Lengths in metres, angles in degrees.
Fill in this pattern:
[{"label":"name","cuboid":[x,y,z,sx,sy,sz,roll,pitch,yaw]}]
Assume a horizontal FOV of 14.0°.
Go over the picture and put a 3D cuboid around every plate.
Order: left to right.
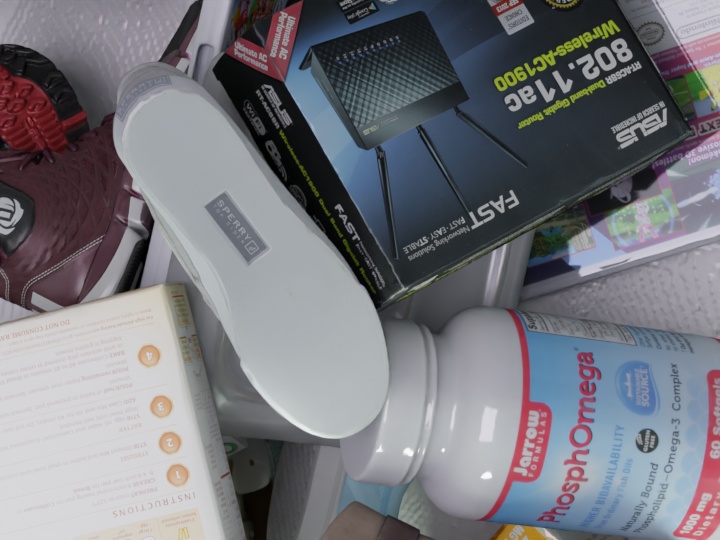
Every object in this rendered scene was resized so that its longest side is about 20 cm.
[{"label":"plate","cuboid":[0.000,0.000,1.511,0.199,0.032,0.200,8,101,-20]}]

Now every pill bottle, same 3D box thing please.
[{"label":"pill bottle","cuboid":[0.096,0.076,1.483,0.199,0.109,0.109,7,100,-16]}]

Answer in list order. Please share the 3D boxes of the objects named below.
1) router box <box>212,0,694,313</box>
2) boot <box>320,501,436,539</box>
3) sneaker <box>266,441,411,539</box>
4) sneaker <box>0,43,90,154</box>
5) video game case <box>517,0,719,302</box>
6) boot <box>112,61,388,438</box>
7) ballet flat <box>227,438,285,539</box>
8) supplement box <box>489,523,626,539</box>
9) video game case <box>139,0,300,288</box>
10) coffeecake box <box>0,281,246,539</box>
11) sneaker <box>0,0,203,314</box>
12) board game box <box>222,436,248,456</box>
[{"label":"router box","cuboid":[0.047,-0.085,1.466,0.150,0.200,0.062,60,152,4]},{"label":"boot","cuboid":[0.050,0.164,1.453,0.146,0.200,0.070,35,133,18]},{"label":"sneaker","cuboid":[0.012,0.071,1.591,0.082,0.074,0.201,17,92,-24]},{"label":"sneaker","cuboid":[-0.156,-0.027,1.616,0.079,0.096,0.201,-22,75,-6]},{"label":"video game case","cuboid":[0.121,-0.090,1.548,0.199,0.023,0.183,-17,90,20]},{"label":"boot","cuboid":[-0.053,-0.016,1.424,0.073,0.096,0.200,-30,106,2]},{"label":"ballet flat","cuboid":[-0.069,0.142,1.614,0.069,0.071,0.201,-4,94,22]},{"label":"supplement box","cuboid":[0.132,0.227,1.551,0.200,0.073,0.126,40,108,11]},{"label":"video game case","cuboid":[-0.066,-0.076,1.551,0.018,0.143,0.201,17,101,16]},{"label":"coffeecake box","cuboid":[-0.141,0.121,1.453,0.153,0.073,0.201,-14,89,6]},{"label":"sneaker","cuboid":[-0.145,-0.067,1.542,0.115,0.076,0.201,16,70,13]},{"label":"board game box","cuboid":[-0.161,0.079,1.629,0.199,0.035,0.127,-27,54,21]}]
